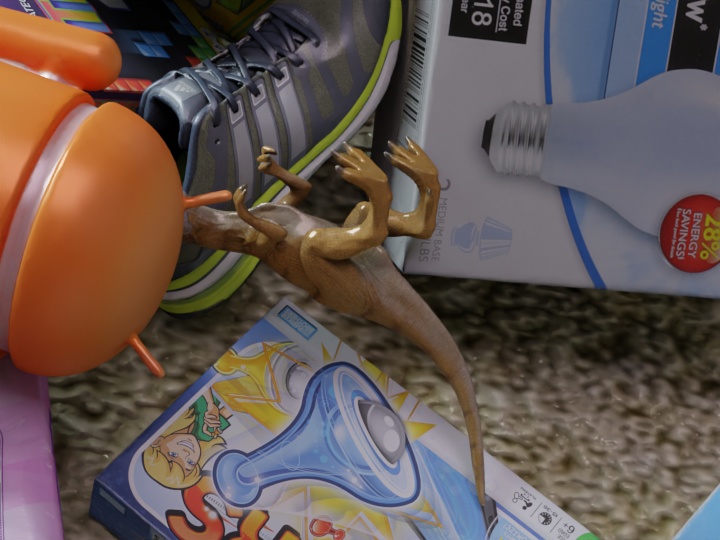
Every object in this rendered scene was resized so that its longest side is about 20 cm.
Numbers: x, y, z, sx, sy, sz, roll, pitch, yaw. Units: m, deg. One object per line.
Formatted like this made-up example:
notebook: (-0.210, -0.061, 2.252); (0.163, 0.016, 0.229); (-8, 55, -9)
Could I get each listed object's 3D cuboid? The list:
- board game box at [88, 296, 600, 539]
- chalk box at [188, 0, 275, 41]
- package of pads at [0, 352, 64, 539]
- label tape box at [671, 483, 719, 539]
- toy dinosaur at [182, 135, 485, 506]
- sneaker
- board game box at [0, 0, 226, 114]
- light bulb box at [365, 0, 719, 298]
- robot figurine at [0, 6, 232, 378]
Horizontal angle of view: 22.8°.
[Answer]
board game box: (-0.001, 0.117, 0.784); (0.199, 0.035, 0.135); (36, 54, 13)
chalk box: (-0.042, -0.235, 0.928); (0.124, 0.201, 0.124); (31, 53, 11)
package of pads: (-0.179, 0.116, 0.716); (0.119, 0.076, 0.202); (-3, 55, -13)
label tape box: (0.144, 0.194, 0.685); (0.066, 0.201, 0.144); (17, 26, -46)
toy dinosaur: (0.000, 0.000, 0.783); (0.199, 0.107, 0.060); (31, 29, 1)
sneaker: (-0.052, -0.075, 0.822); (0.074, 0.081, 0.201); (29, 87, 36)
board game box: (-0.163, -0.135, 0.873); (0.200, 0.057, 0.165); (51, 28, 22)
light bulb box: (0.116, -0.097, 0.852); (0.198, 0.201, 0.125); (4, 14, -11)
robot figurine: (-0.157, -0.026, 0.716); (0.198, 0.117, 0.144); (20, 36, 4)
